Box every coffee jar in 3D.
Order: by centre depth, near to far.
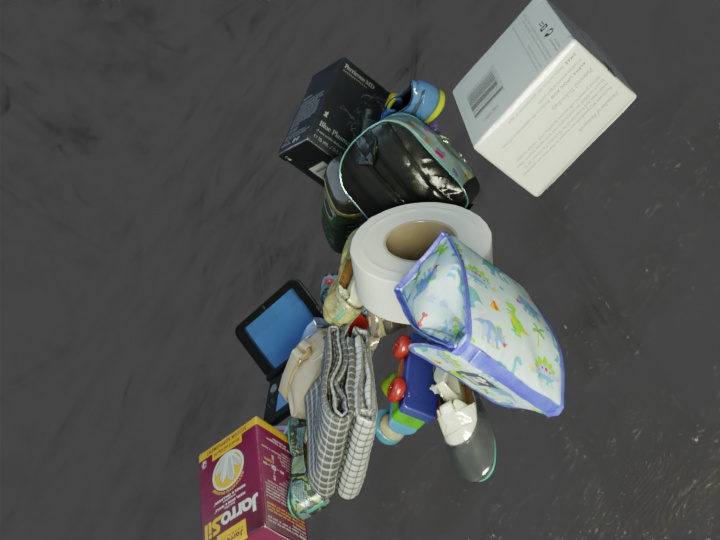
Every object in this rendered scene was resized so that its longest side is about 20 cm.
[{"bbox_3d":[-0.020,-0.116,1.649,0.200,0.084,0.105,100,152,-66],"label":"coffee jar"}]

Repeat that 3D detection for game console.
[{"bbox_3d":[-0.137,0.147,1.640,0.200,0.118,0.172,-40,29,36],"label":"game console"}]

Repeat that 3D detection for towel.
[{"bbox_3d":[-0.030,0.194,1.330,0.201,0.084,0.167,-95,12,-53],"label":"towel"}]

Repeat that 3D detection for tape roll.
[{"bbox_3d":[0.087,-0.014,1.316,0.199,0.072,0.203,-5,35,3],"label":"tape roll"}]

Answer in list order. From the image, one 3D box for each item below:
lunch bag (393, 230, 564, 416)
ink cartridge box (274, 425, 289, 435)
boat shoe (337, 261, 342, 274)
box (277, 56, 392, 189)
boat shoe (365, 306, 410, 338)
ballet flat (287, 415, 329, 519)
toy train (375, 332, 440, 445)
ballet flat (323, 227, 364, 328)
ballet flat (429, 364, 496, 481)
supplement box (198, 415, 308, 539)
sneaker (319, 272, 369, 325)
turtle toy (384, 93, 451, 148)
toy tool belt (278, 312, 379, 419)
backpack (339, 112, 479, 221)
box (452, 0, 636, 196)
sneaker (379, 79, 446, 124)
[{"bbox_3d":[0.146,0.076,1.114,0.128,0.169,0.200,-51,27,14],"label":"lunch bag"},{"bbox_3d":[-0.170,0.355,1.555,0.119,0.042,0.202,-16,49,57],"label":"ink cartridge box"},{"bbox_3d":[0.011,-0.013,1.607,0.199,0.067,0.073,-4,57,61],"label":"boat shoe"},{"bbox_3d":[-0.023,-0.261,1.808,0.117,0.196,0.202,-17,45,54],"label":"box"},{"bbox_3d":[0.057,0.059,1.397,0.072,0.076,0.200,-10,7,9],"label":"boat shoe"},{"bbox_3d":[-0.072,0.289,1.428,0.074,0.074,0.201,-45,29,25],"label":"ballet flat"},{"bbox_3d":[0.069,0.137,1.315,0.116,0.084,0.202,-53,20,45],"label":"toy train"},{"bbox_3d":[0.000,0.000,1.417,0.070,0.071,0.201,-32,26,44],"label":"ballet flat"},{"bbox_3d":[0.120,0.171,1.173,0.073,0.073,0.201,-44,28,28],"label":"ballet flat"},{"bbox_3d":[-0.164,0.346,1.417,0.130,0.103,0.201,-35,39,18],"label":"supplement box"},{"bbox_3d":[-0.020,0.058,1.570,0.199,0.079,0.097,-9,55,60],"label":"sneaker"},{"bbox_3d":[0.092,-0.221,1.655,0.147,0.100,0.200,-69,24,11],"label":"turtle toy"},{"bbox_3d":[-0.056,0.131,1.486,0.202,0.124,0.123,-66,22,15],"label":"toy tool belt"},{"bbox_3d":[0.071,-0.147,1.488,0.176,0.200,0.154,-43,7,30],"label":"backpack"},{"bbox_3d":[0.254,-0.252,1.345,0.200,0.130,0.200,-46,26,23],"label":"box"},{"bbox_3d":[0.053,-0.244,1.556,0.200,0.078,0.067,-42,44,40],"label":"sneaker"}]
